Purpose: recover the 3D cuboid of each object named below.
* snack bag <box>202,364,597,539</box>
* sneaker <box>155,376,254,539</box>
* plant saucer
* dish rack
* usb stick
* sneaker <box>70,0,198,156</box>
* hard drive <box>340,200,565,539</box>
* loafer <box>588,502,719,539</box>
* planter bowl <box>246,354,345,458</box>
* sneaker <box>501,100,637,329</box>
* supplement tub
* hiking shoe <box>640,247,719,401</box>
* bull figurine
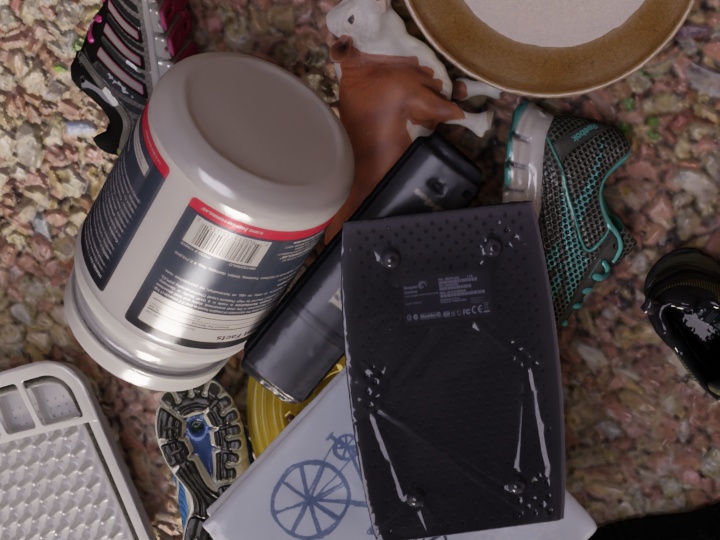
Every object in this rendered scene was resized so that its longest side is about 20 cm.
[{"bbox_3d":[0.031,0.161,1.172,0.200,0.021,0.189,44,86,-6],"label":"snack bag"},{"bbox_3d":[-0.099,0.165,1.333,0.078,0.089,0.202,-8,102,2],"label":"sneaker"},{"bbox_3d":[0.119,-0.210,1.138,0.198,0.035,0.202,4,107,12],"label":"plant saucer"},{"bbox_3d":[-0.248,0.166,1.408,0.170,0.044,0.201,-16,104,22],"label":"dish rack"},{"bbox_3d":[0.000,0.000,1.173,0.055,0.033,0.200,40,100,-1],"label":"usb stick"},{"bbox_3d":[-0.162,-0.162,1.238,0.087,0.074,0.201,-4,113,13],"label":"sneaker"},{"bbox_3d":[0.056,0.062,1.139,0.134,0.042,0.202,-7,94,-6],"label":"hard drive"},{"bbox_3d":[0.246,0.201,1.243,0.199,0.073,0.072,-12,110,32],"label":"loafer"},{"bbox_3d":[0.001,0.092,1.233,0.199,0.083,0.202,-1,87,18],"label":"planter bowl"},{"bbox_3d":[0.135,-0.007,1.191,0.090,0.078,0.202,4,104,5],"label":"sneaker"},{"bbox_3d":[-0.103,-0.030,1.187,0.140,0.140,0.200,37,129,2],"label":"supplement tub"},{"bbox_3d":[0.261,0.072,1.166,0.199,0.101,0.076,34,117,4],"label":"hiking shoe"},{"bbox_3d":[0.030,-0.091,1.204,0.120,0.065,0.202,12,113,12],"label":"bull figurine"}]
